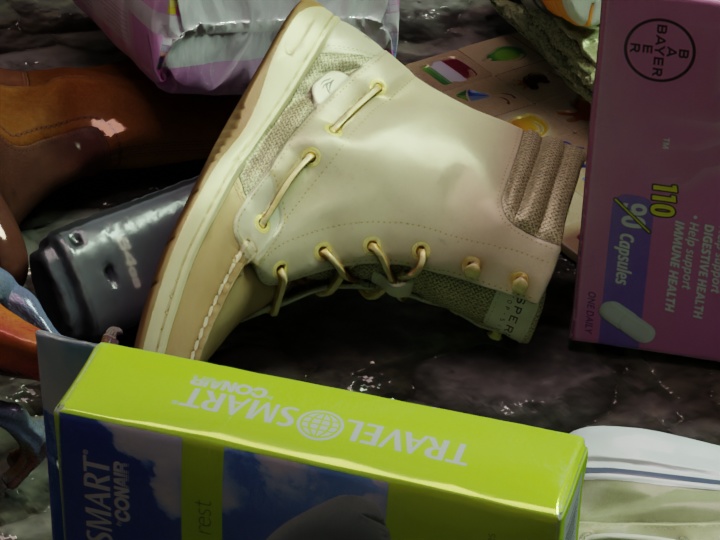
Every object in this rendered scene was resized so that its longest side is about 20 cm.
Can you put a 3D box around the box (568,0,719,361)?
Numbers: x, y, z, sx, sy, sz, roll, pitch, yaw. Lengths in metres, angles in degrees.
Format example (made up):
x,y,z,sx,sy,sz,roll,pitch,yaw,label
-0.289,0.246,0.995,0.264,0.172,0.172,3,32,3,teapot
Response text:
x,y,z,sx,sy,sz,roll,pitch,yaw,label
0.195,-0.052,1.083,0.198,0.177,0.097,8,37,7,box

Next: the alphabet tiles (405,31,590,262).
x,y,z,sx,sy,sz,roll,pitch,yaw,label
0.090,-0.060,1.252,0.166,0.008,0.200,-18,38,-29,alphabet tiles

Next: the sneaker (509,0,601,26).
x,y,z,sx,sy,sz,roll,pitch,yaw,label
0.115,-0.183,1.305,0.077,0.079,0.200,11,26,25,sneaker

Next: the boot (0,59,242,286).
x,y,z,sx,sy,sz,roll,pitch,yaw,label
-0.116,-0.047,1.195,0.198,0.069,0.188,-5,25,-23,boot

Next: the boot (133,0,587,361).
x,y,z,sx,sy,sz,roll,pitch,yaw,label
0.000,0.000,1.086,0.155,0.073,0.201,27,62,-2,boot

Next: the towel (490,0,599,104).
x,y,z,sx,sy,sz,roll,pitch,yaw,label
0.154,-0.119,1.311,0.147,0.037,0.200,-6,31,-22,towel

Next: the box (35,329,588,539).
x,y,z,sx,sy,sz,roll,pitch,yaw,label
-0.025,0.097,0.898,0.198,0.123,0.048,11,35,14,box

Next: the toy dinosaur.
x,y,z,sx,sy,sz,roll,pitch,yaw,label
-0.177,-0.009,1.018,0.200,0.181,0.105,-25,25,56,toy dinosaur

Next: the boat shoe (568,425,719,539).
x,y,z,sx,sy,sz,roll,pitch,yaw,label
0.162,0.107,0.957,0.198,0.072,0.062,7,57,14,boat shoe

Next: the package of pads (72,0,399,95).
x,y,z,sx,sy,sz,roll,pitch,yaw,label
-0.071,-0.145,1.251,0.120,0.076,0.200,-2,21,-22,package of pads

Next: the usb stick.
x,y,z,sx,sy,sz,roll,pitch,yaw,label
-0.053,-0.020,1.142,0.199,0.056,0.033,-22,11,-31,usb stick
